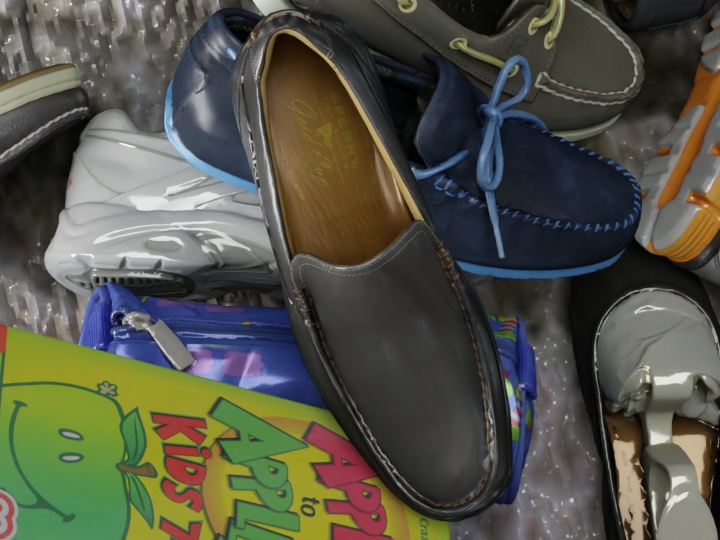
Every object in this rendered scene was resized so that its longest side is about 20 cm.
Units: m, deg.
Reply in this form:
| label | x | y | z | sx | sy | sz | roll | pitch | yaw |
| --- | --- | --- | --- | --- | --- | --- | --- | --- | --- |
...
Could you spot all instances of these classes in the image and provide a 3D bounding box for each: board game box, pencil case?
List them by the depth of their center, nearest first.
| label | x | y | z | sx | sy | sz | roll | pitch | yaw |
| --- | --- | --- | --- | --- | --- | --- | --- | --- | --- |
| board game box | -0.064 | 0.091 | 0.753 | 0.199 | 0.048 | 0.102 | 16 | 43 | -20 |
| pencil case | -0.024 | 0.049 | 0.844 | 0.199 | 0.087 | 0.078 | 5 | 57 | -8 |

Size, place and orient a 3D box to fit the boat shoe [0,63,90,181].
| label | x | y | z | sx | sy | sz | roll | pitch | yaw |
| --- | --- | --- | --- | --- | --- | --- | --- | --- | --- |
| boat shoe | -0.193 | -0.016 | 0.861 | 0.200 | 0.073 | 0.065 | -33 | 93 | -7 |

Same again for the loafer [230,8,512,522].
| label | x | y | z | sx | sy | sz | roll | pitch | yaw |
| --- | --- | --- | --- | --- | --- | --- | --- | --- | --- |
| loafer | 0.000 | 0.000 | 0.751 | 0.073 | 0.072 | 0.201 | -25 | 89 | 4 |

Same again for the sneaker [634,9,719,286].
| label | x | y | z | sx | sy | sz | roll | pitch | yaw |
| --- | --- | --- | --- | --- | --- | --- | --- | --- | --- |
| sneaker | 0.192 | -0.075 | 0.908 | 0.077 | 0.078 | 0.200 | 36 | 75 | -19 |

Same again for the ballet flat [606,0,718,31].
| label | x | y | z | sx | sy | sz | roll | pitch | yaw |
| --- | --- | --- | --- | --- | --- | --- | --- | --- | --- |
| ballet flat | 0.086 | -0.189 | 0.920 | 0.073 | 0.073 | 0.200 | -34 | 85 | -11 |

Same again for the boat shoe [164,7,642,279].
| label | x | y | z | sx | sy | sz | roll | pitch | yaw |
| --- | --- | --- | --- | --- | --- | --- | --- | --- | --- |
| boat shoe | 0.023 | -0.049 | 0.818 | 0.199 | 0.069 | 0.084 | 11 | 42 | -14 |

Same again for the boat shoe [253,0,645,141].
| label | x | y | z | sx | sy | sz | roll | pitch | yaw |
| --- | --- | --- | --- | --- | --- | --- | --- | --- | --- |
| boat shoe | 0.048 | -0.108 | 0.861 | 0.201 | 0.060 | 0.072 | 18 | 58 | -33 |

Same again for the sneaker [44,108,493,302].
| label | x | y | z | sx | sy | sz | roll | pitch | yaw |
| --- | --- | --- | --- | --- | --- | --- | --- | --- | --- |
| sneaker | -0.031 | -0.036 | 0.873 | 0.199 | 0.078 | 0.100 | 4 | 73 | -6 |

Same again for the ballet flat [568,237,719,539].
| label | x | y | z | sx | sy | sz | roll | pitch | yaw |
| --- | --- | --- | --- | --- | --- | --- | --- | --- | --- |
| ballet flat | 0.132 | 0.072 | 0.866 | 0.068 | 0.068 | 0.201 | -6 | 78 | -6 |
